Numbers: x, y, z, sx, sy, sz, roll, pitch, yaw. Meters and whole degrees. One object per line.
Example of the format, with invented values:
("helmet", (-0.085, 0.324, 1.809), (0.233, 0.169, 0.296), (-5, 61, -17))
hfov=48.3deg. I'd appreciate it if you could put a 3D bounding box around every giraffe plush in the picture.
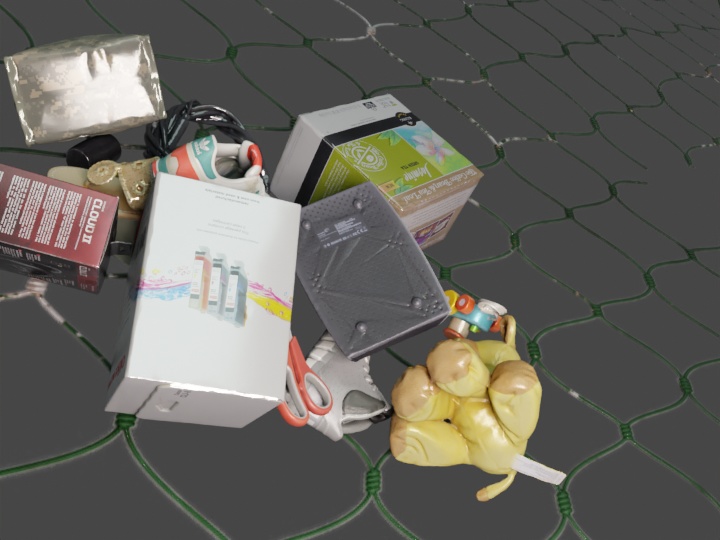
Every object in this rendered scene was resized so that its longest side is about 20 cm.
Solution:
("giraffe plush", (0.134, 0.130, 0.884), (0.200, 0.173, 0.162), (36, 30, -13))

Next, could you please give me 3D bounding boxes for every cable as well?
("cable", (-0.211, -0.157, 1.079), (0.163, 0.051, 0.200), (-2, 50, -25))

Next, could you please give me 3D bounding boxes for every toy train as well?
("toy train", (0.077, 0.036, 0.977), (0.200, 0.056, 0.150), (25, -6, 16))

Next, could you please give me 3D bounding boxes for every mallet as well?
("mallet", (-0.264, -0.101, 0.994), (0.200, 0.041, 0.066), (33, 36, -3))

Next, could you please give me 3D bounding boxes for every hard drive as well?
("hard drive", (0.000, 0.000, 0.883), (0.135, 0.042, 0.200), (-23, 58, -11))

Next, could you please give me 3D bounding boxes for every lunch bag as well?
("lunch bag", (-0.336, -0.224, 0.981), (0.164, 0.118, 0.200), (-14, 20, -16))

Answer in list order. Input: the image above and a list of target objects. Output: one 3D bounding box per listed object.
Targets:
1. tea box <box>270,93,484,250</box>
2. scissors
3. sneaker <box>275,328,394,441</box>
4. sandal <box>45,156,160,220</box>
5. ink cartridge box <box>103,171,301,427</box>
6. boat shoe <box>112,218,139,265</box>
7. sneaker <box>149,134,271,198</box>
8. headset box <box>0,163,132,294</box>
("tea box", (0.022, -0.121, 1.100), (0.197, 0.134, 0.200), (44, 41, 17))
("scissors", (-0.081, 0.064, 0.818), (0.073, 0.014, 0.200), (2, 58, -47))
("sneaker", (-0.001, 0.112, 0.895), (0.115, 0.075, 0.200), (37, 50, 2))
("sandal", (-0.221, -0.089, 0.865), (0.211, 0.070, 0.078), (24, 27, -22))
("ink cartridge box", (-0.152, 0.037, 0.773), (0.144, 0.145, 0.201), (13, 66, -20))
("boat shoe", (-0.229, -0.033, 0.922), (0.201, 0.070, 0.071), (37, 22, 12))
("sneaker", (-0.128, -0.088, 0.863), (0.200, 0.093, 0.070), (24, 41, -56))
("headset box", (-0.327, -0.042, 0.790), (0.199, 0.149, 0.077), (15, 75, -14))
